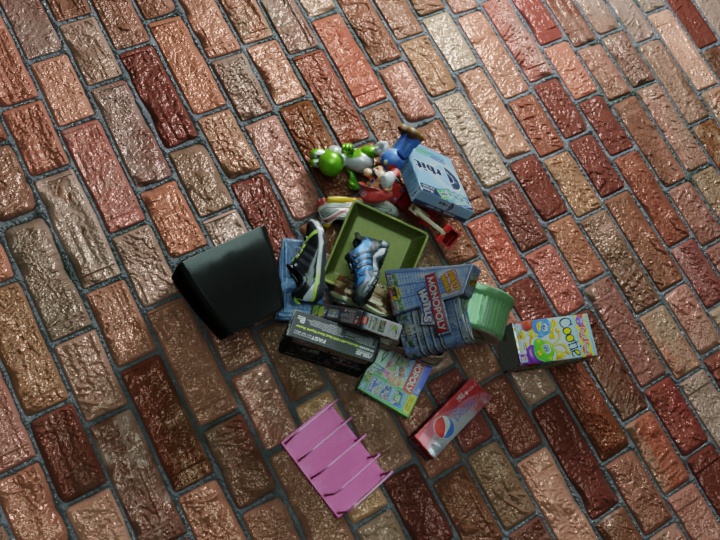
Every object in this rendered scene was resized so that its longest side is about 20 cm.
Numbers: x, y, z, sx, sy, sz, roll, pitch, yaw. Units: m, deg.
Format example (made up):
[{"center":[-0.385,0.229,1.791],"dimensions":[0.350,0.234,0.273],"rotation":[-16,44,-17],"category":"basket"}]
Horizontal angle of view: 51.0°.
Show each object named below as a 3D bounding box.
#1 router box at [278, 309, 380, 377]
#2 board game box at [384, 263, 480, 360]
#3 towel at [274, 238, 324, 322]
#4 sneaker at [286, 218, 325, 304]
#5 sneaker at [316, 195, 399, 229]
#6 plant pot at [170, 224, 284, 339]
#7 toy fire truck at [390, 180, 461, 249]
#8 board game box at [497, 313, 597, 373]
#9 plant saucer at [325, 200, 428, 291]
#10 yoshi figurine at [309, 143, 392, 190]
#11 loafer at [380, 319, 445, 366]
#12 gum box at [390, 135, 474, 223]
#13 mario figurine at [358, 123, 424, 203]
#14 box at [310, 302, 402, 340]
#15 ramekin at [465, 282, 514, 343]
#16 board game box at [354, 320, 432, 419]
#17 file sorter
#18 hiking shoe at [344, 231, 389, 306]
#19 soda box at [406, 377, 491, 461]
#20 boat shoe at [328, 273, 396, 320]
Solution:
[{"center":[-0.071,0.162,1.641],"dimensions":[0.199,0.150,0.062],"rotation":[18,68,-7],"category":"router box"},{"center":[0.169,0.069,1.621],"dimensions":[0.199,0.062,0.201],"rotation":[-19,71,21],"category":"board game box"},{"center":[-0.135,0.025,1.729],"dimensions":[0.111,0.049,0.201],"rotation":[7,69,-12],"category":"towel"},{"center":[-0.124,-0.024,1.683],"dimensions":[0.082,0.072,0.201],"rotation":[3,71,-15],"category":"sneaker"},{"center":[-0.006,-0.132,1.810],"dimensions":[0.199,0.078,0.083],"rotation":[-1,84,-10],"category":"sneaker"},{"center":[-0.272,0.038,1.621],"dimensions":[0.199,0.199,0.178],"rotation":[-25,89,-21],"category":"plant pot"},{"center":[0.142,-0.139,1.800],"dimensions":[0.200,0.141,0.049],"rotation":[37,100,-10],"category":"toy fire truck"},{"center":[0.438,0.174,1.786],"dimensions":[0.199,0.105,0.104],"rotation":[-6,73,-15],"category":"board game box"},{"center":[0.031,-0.033,1.759],"dimensions":[0.199,0.048,0.201],"rotation":[24,89,-10],"category":"plant saucer"},{"center":[-0.023,-0.259,1.826],"dimensions":[0.199,0.112,0.113],"rotation":[0,78,-10],"category":"yoshi figurine"},{"center":[0.100,0.154,1.701],"dimensions":[0.199,0.063,0.072],"rotation":[24,68,-4],"category":"loafer"},{"center":[0.172,-0.220,1.817],"dimensions":[0.169,0.045,0.201],"rotation":[19,40,-34],"category":"gum box"},{"center":[0.056,-0.249,1.737],"dimensions":[0.106,0.123,0.201],"rotation":[33,92,10],"category":"mario figurine"},{"center":[-0.013,0.110,1.632],"dimensions":[0.110,0.200,0.035],"rotation":[23,81,-33],"category":"box"},{"center":[0.244,0.097,1.720],"dimensions":[0.199,0.200,0.098],"rotation":[16,75,-8],"category":"ramekin"},{"center":[0.091,0.218,1.727],"dimensions":[0.134,0.029,0.201],"rotation":[29,67,-2],"category":"board game box"},{"center":[-0.046,0.390,1.580],"dimensions":[0.139,0.125,0.200],"rotation":[-36,83,-22],"category":"file sorter"},{"center":[0.000,0.000,1.658],"dimensions":[0.086,0.075,0.200],"rotation":[20,41,0],"category":"hiking shoe"},{"center":[0.200,0.333,1.695],"dimensions":[0.200,0.063,0.070],"rotation":[-41,84,-22],"category":"soda box"},{"center":[0.031,0.062,1.702],"dimensions":[0.199,0.076,0.074],"rotation":[18,87,-11],"category":"boat shoe"}]
